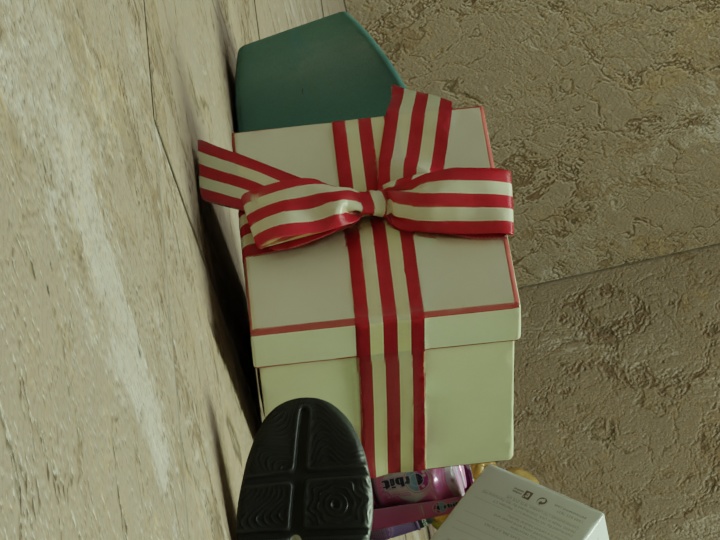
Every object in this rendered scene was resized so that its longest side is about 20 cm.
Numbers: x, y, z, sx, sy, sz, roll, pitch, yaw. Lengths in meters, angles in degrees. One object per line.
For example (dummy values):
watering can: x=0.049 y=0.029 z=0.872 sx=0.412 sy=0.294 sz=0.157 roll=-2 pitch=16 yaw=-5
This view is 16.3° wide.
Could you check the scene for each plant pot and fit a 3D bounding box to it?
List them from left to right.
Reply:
plant pot: x=-0.016 y=-0.079 z=1.859 sx=0.142 sy=0.140 sz=0.201 roll=72 pitch=-1 yaw=-57

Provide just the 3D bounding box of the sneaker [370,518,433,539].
sneaker: x=0.015 y=0.120 z=2.025 sx=0.076 sy=0.087 sz=0.202 roll=67 pitch=11 yaw=-70

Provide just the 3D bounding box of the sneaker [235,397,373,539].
sneaker: x=-0.030 y=0.177 z=1.388 sx=0.115 sy=0.075 sz=0.202 roll=103 pitch=-16 yaw=-78

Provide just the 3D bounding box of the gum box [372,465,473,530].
gum box: x=0.020 y=0.146 z=1.803 sx=0.200 sy=0.112 sz=0.067 roll=12 pitch=65 yaw=-86

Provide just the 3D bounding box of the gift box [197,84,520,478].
gift box: x=0.000 y=0.000 z=1.557 sx=0.187 sy=0.183 sz=0.201 roll=87 pitch=-9 yaw=-52

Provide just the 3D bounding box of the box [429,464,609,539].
box: x=0.080 y=0.253 z=1.680 sx=0.200 sy=0.097 sz=0.125 roll=-49 pitch=144 yaw=-29

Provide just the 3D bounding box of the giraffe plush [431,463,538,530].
giraffe plush: x=0.148 y=0.355 z=3.111 sx=0.163 sy=0.171 sz=0.201 roll=-76 pitch=-170 yaw=-60
